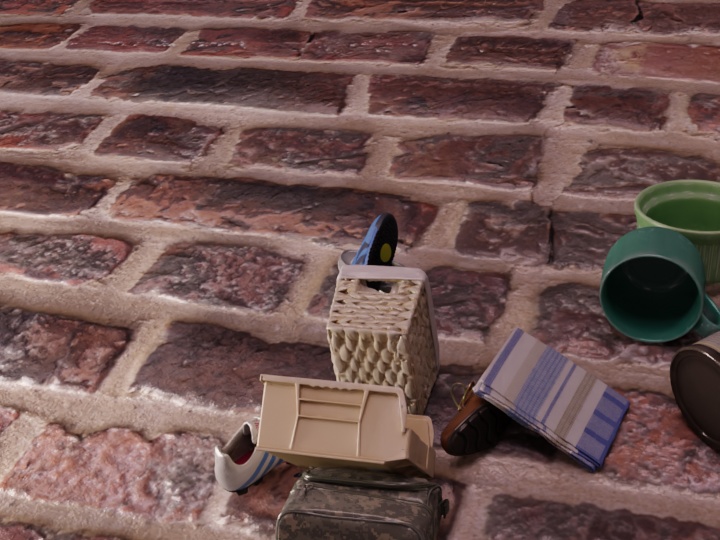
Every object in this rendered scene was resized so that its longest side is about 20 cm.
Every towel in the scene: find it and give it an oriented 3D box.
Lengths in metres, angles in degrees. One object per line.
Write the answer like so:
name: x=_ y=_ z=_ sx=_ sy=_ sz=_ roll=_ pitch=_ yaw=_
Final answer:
towel: x=0.264 y=0.174 z=1.503 sx=0.198 sy=0.024 sz=0.147 roll=33 pitch=47 yaw=9

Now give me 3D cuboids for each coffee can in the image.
coffee can: x=0.536 y=0.132 z=1.455 sx=0.198 sy=0.148 sz=0.146 roll=-23 pitch=38 yaw=-18

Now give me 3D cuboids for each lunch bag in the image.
lunch bag: x=0.001 y=0.316 z=1.342 sx=0.196 sy=0.142 sz=0.168 roll=3 pitch=17 yaw=13

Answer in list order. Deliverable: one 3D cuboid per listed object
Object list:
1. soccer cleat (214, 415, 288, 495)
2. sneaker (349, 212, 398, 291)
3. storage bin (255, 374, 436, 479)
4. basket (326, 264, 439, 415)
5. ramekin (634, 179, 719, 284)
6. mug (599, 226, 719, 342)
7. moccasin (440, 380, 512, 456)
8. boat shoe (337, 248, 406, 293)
soccer cleat: x=-0.119 y=0.229 z=1.520 sx=0.199 sy=0.087 sz=0.069 roll=-34 pitch=43 yaw=-31
sneaker: x=0.000 y=0.000 z=1.755 sx=0.078 sy=0.066 sz=0.203 roll=10 pitch=79 yaw=41
storage bin: x=-0.012 y=0.207 z=1.402 sx=0.195 sy=0.200 sz=0.095 roll=4 pitch=73 yaw=15
basket: x=0.032 y=0.108 z=1.561 sx=0.133 sy=0.202 sz=0.124 roll=3 pitch=41 yaw=16
ramekin: x=0.534 y=-0.060 z=1.741 sx=0.196 sy=0.099 sz=0.201 roll=-3 pitch=28 yaw=2
mug: x=0.446 y=0.025 z=1.642 sx=0.150 sy=0.186 sz=0.115 roll=-19 pitch=25 yaw=29
moccasin: x=0.172 y=0.186 z=1.529 sx=0.077 sy=0.074 sz=0.201 roll=7 pitch=41 yaw=41
boat shoe: x=0.037 y=0.004 z=1.812 sx=0.074 sy=0.066 sz=0.201 roll=-30 pitch=41 yaw=-27
